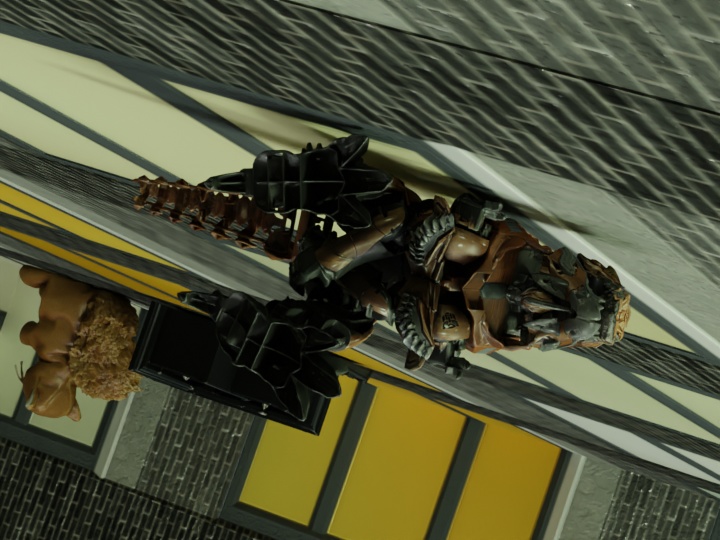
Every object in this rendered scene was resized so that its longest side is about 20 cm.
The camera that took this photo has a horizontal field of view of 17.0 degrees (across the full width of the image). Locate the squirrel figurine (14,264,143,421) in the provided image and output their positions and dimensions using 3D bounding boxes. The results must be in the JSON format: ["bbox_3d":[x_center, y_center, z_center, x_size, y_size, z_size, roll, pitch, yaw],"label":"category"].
[{"bbox_3d":[-0.383,0.113,3.233,0.200,0.187,0.141,15,174,42],"label":"squirrel figurine"}]

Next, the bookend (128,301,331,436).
[{"bbox_3d":[-0.154,0.123,2.994,0.200,0.092,0.199,17,175,18],"label":"bookend"}]

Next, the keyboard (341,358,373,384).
[{"bbox_3d":[-0.053,0.105,2.822,0.127,0.021,0.200,23,175,-35],"label":"keyboard"}]

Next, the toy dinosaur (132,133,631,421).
[{"bbox_3d":[0.000,0.000,0.943,0.200,0.102,0.136,-7,-179,26],"label":"toy dinosaur"}]
